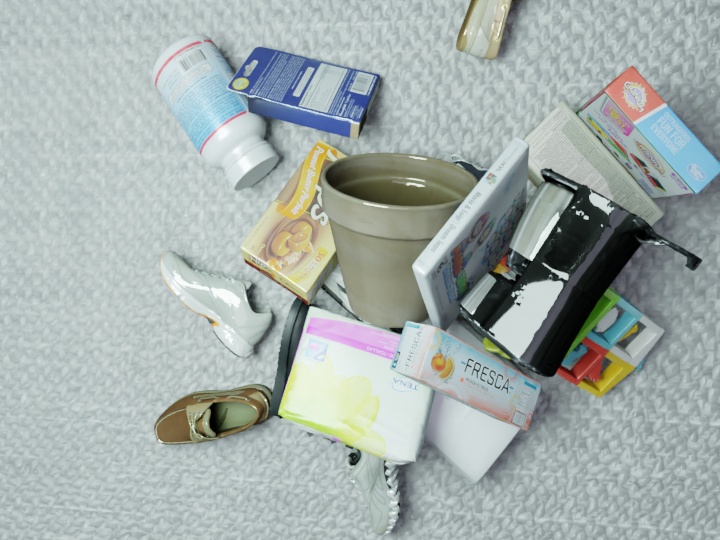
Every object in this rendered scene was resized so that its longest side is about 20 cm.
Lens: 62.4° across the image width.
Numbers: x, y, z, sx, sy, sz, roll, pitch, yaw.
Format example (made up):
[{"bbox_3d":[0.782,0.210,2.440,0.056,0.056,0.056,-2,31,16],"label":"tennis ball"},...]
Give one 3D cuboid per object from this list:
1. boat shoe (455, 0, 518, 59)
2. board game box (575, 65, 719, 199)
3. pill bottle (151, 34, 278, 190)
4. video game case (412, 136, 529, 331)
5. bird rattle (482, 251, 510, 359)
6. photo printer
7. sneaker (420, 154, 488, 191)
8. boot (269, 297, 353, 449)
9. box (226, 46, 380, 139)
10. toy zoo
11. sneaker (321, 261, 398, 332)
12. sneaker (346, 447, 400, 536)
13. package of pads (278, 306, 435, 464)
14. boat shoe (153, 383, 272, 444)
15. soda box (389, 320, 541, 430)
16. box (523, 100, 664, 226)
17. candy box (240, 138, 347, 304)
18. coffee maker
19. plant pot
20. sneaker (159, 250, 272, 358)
[{"bbox_3d":[0.197,-0.390,0.819,0.067,0.074,0.206,21,98,-6],"label":"boat shoe"},{"bbox_3d":[0.343,-0.160,0.744,0.040,0.200,0.154,-41,89,8],"label":"board game box"},{"bbox_3d":[-0.206,-0.224,0.862,0.107,0.109,0.203,-34,89,8],"label":"pill bottle"},{"bbox_3d":[0.136,-0.030,0.702,0.023,0.201,0.183,36,80,25],"label":"video game case"},{"bbox_3d":[0.222,0.016,0.807,0.162,0.112,0.202,39,104,9],"label":"bird rattle"},{"bbox_3d":[0.138,0.172,0.855,0.199,0.069,0.168,41,91,3],"label":"photo printer"},{"bbox_3d":[0.112,-0.072,0.847,0.129,0.079,0.202,39,107,14],"label":"sneaker"},{"bbox_3d":[-0.044,0.154,0.883,0.157,0.073,0.205,14,102,9],"label":"boot"},{"bbox_3d":[-0.079,-0.256,0.844,0.193,0.033,0.123,16,51,5],"label":"box"},{"bbox_3d":[0.324,0.100,0.796,0.197,0.021,0.132,28,110,-33],"label":"toy zoo"},{"bbox_3d":[0.000,0.000,0.877,0.199,0.076,0.116,40,86,1],"label":"sneaker"},{"bbox_3d":[0.017,0.297,0.861,0.078,0.075,0.207,-4,113,-10],"label":"sneaker"},{"bbox_3d":[0.001,0.154,0.791,0.193,0.068,0.159,15,76,10],"label":"package of pads"},{"bbox_3d":[-0.230,0.223,0.912,0.194,0.074,0.078,-18,91,8],"label":"boat shoe"},{"bbox_3d":[0.135,0.133,0.743,0.197,0.068,0.065,30,78,-28],"label":"soda box"},{"bbox_3d":[0.303,-0.119,0.813,0.095,0.078,0.201,-40,88,9],"label":"box"},{"bbox_3d":[-0.064,-0.071,0.834,0.113,0.056,0.203,31,70,9],"label":"candy box"},{"bbox_3d":[0.231,0.016,0.679,0.132,0.192,0.204,25,101,-32],"label":"coffee maker"},{"bbox_3d":[0.044,-0.033,0.750,0.192,0.201,0.179,6,116,7],"label":"plant pot"},{"bbox_3d":[-0.214,0.032,0.905,0.200,0.076,0.092,45,90,-5],"label":"sneaker"}]
